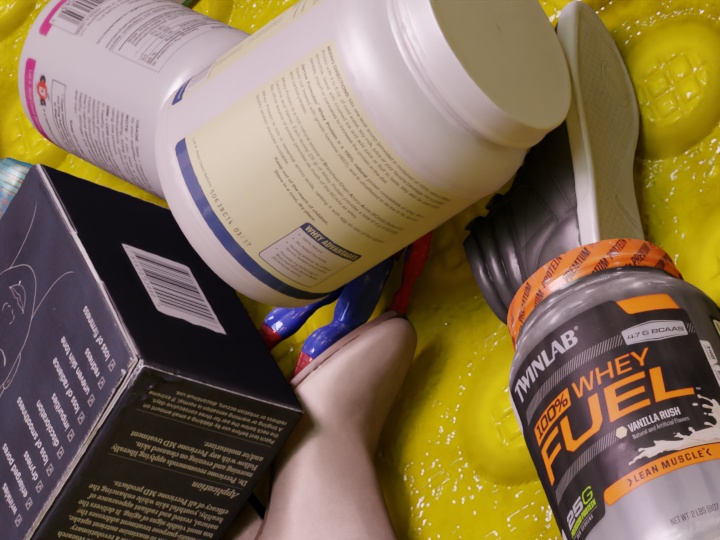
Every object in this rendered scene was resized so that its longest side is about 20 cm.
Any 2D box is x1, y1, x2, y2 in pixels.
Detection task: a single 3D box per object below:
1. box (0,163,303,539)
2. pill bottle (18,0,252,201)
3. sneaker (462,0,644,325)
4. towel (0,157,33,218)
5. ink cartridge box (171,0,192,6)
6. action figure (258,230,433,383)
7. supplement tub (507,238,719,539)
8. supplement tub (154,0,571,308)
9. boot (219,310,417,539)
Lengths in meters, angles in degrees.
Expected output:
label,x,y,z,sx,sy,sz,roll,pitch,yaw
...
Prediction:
label,x,y,z,sx,sy,sz,roll,pitch,yaw
box,-0.158,0.083,1.688,0.197,0.123,0.200,-55,38,20
pill bottle,-0.110,-0.101,1.804,0.200,0.113,0.114,26,85,43
sneaker,0.101,-0.056,1.646,0.099,0.071,0.201,-23,53,32
towel,-0.200,0.016,1.878,0.199,0.022,0.147,22,83,42
ink cartridge box,-0.154,-0.268,1.943,0.146,0.083,0.200,-42,48,13
action figure,0.000,0.000,1.712,0.065,0.052,0.200,34,87,38
supplement tub,0.149,0.089,1.499,0.122,0.122,0.201,-36,51,19
supplement tub,0.001,-0.083,1.610,0.200,0.145,0.146,-32,52,31
boot,-0.008,0.140,1.638,0.200,0.070,0.146,-49,50,13
